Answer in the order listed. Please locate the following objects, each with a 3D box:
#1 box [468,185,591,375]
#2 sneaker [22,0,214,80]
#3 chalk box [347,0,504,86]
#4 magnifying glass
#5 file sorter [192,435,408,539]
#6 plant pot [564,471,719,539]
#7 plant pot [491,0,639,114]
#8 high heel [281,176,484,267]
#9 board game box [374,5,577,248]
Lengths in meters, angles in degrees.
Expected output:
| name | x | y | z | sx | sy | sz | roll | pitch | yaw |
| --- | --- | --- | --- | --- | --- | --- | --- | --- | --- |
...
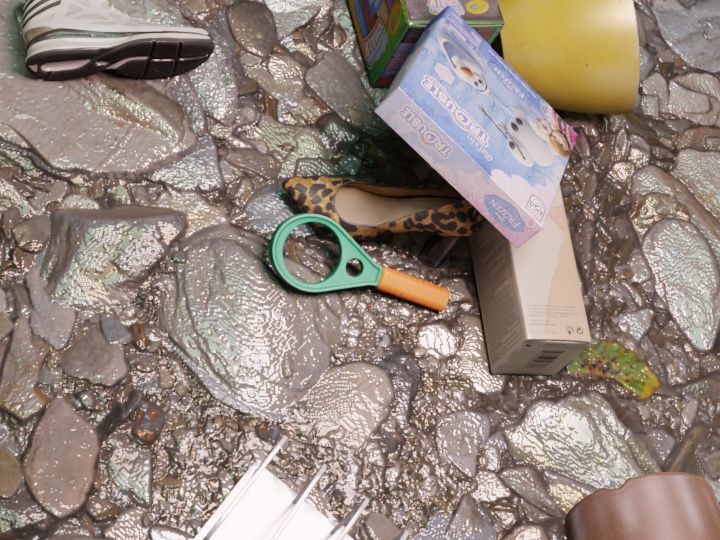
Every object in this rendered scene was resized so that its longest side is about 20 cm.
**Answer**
| name | x | y | z | sx | sy | sz | roll | pitch | yaw |
| --- | --- | --- | --- | --- | --- | --- | --- | --- | --- |
| box | 0.174 | 0.002 | 1.590 | 0.077 | 0.095 | 0.201 | 3 | 64 | -21 |
| sneaker | -0.255 | -0.266 | 1.574 | 0.199 | 0.076 | 0.116 | -5 | 67 | -21 |
| chalk box | 0.073 | -0.285 | 1.687 | 0.124 | 0.124 | 0.201 | -3 | 66 | -24 |
| magnifying glass | 0.000 | 0.000 | 1.552 | 0.199 | 0.022 | 0.080 | 20 | 85 | -19 |
| file sorter | -0.043 | 0.265 | 1.345 | 0.200 | 0.125 | 0.139 | 38 | 56 | 2 |
| plant pot | 0.289 | 0.311 | 1.420 | 0.199 | 0.201 | 0.199 | 3 | 55 | -20 |
| plant pot | 0.221 | -0.266 | 1.710 | 0.141 | 0.200 | 0.201 | -10 | 66 | -4 |
| high heel | 0.026 | -0.079 | 1.544 | 0.199 | 0.143 | 0.072 | 22 | 59 | -9 |
| board game box | 0.124 | -0.150 | 1.529 | 0.200 | 0.043 | 0.199 | 43 | 37 | -11 |
